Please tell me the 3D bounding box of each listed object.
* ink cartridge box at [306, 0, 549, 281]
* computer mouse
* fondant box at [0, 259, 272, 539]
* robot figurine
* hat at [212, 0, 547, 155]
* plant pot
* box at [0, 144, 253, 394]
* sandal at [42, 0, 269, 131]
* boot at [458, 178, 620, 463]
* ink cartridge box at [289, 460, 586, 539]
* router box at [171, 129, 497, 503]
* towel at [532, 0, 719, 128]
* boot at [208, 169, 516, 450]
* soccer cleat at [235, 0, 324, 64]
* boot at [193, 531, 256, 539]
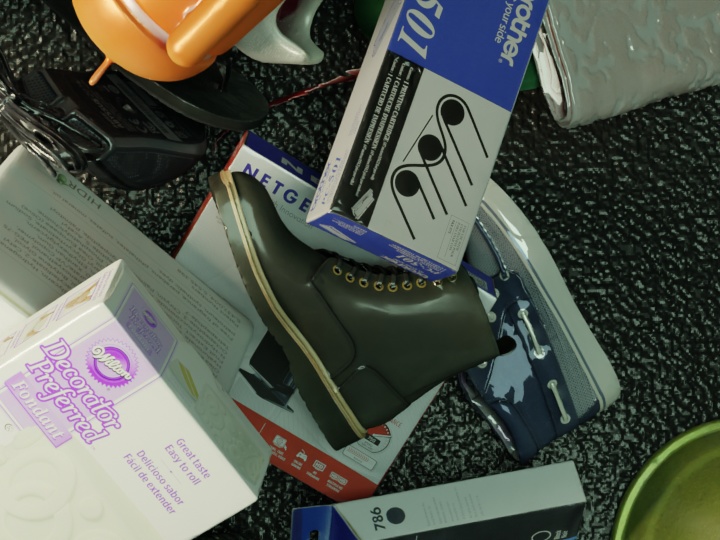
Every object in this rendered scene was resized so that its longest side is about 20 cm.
[{"bbox_3d":[0.044,-0.104,1.300,0.093,0.044,0.201,25,73,-17],"label":"ink cartridge box"},{"bbox_3d":[-0.179,-0.091,1.340,0.139,0.199,0.053,46,111,25],"label":"computer mouse"},{"bbox_3d":[-0.172,0.107,1.172,0.199,0.058,0.145,-32,107,19],"label":"fondant box"},{"bbox_3d":[-0.097,-0.197,1.270,0.200,0.116,0.144,-39,76,22],"label":"robot figurine"},{"bbox_3d":[0.025,-0.166,1.442,0.199,0.176,0.167,14,60,-29],"label":"hat"},{"bbox_3d":[0.292,0.209,1.419,0.199,0.184,0.202,0,91,-12],"label":"plant pot"},{"bbox_3d":[-0.208,0.075,1.290,0.200,0.172,0.199,39,114,-9],"label":"box"},{"bbox_3d":[-0.141,-0.163,1.366,0.200,0.075,0.048,37,124,0],"label":"sandal"},{"bbox_3d":[0.095,0.031,1.432,0.090,0.073,0.201,-35,98,-14],"label":"boot"},{"bbox_3d":[0.051,0.185,1.417,0.198,0.100,0.039,-8,54,-9],"label":"ink cartridge box"},{"bbox_3d":[-0.039,0.035,1.390,0.199,0.049,0.180,30,104,-8],"label":"router box"},{"bbox_3d":[0.181,-0.208,1.419,0.199,0.032,0.193,-18,96,-40],"label":"towel"},{"bbox_3d":[0.000,0.000,1.323,0.138,0.078,0.201,-26,117,3],"label":"boot"},{"bbox_3d":[-0.031,-0.228,1.336,0.086,0.070,0.202,25,109,32],"label":"soccer cleat"},{"bbox_3d":[-0.038,0.256,1.404,0.157,0.211,0.080,35,86,33],"label":"boot"}]
